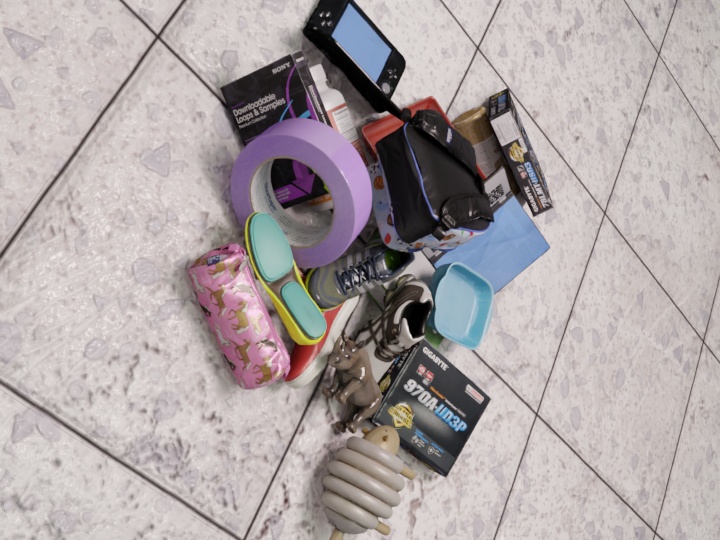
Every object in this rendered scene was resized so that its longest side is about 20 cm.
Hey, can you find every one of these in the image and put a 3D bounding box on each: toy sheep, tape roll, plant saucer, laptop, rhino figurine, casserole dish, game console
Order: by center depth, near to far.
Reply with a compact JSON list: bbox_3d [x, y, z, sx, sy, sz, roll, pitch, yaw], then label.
[{"bbox_3d":[-0.084,-0.108,1.205,0.203,0.197,0.066,62,35,-15],"label":"tape roll"},{"bbox_3d":[-0.014,0.162,1.281,0.087,0.059,0.202,-44,141,-27],"label":"rhino figurine"},{"bbox_3d":[0.005,0.328,1.287,0.137,0.137,0.203,36,69,-32],"label":"toy sheep"},{"bbox_3d":[0.015,-0.356,1.383,0.200,0.115,0.178,41,60,-30],"label":"game console"},{"bbox_3d":[0.162,0.058,1.419,0.199,0.038,0.124,28,77,-51],"label":"casserole dish"},{"bbox_3d":[0.211,-0.046,1.440,0.117,0.186,0.200,52,4,19],"label":"laptop"},{"bbox_3d":[0.109,-0.183,1.465,0.198,0.037,0.202,-30,86,-39],"label":"plant saucer"}]

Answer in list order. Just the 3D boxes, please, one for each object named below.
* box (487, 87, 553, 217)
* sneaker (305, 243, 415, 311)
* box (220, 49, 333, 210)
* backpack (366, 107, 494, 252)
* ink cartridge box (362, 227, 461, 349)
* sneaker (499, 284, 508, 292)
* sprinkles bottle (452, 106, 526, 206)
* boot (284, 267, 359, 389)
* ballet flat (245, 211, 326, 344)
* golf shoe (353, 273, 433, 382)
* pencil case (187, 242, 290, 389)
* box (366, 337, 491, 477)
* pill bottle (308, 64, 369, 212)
[{"bbox_3d":[0.298,-0.225,1.593,0.201,0.049,0.201,64,17,-17],"label":"box"},{"bbox_3d":[0.000,0.000,1.276,0.198,0.080,0.075,-28,95,-37],"label":"sneaker"},{"bbox_3d":[-0.108,-0.198,1.239,0.036,0.141,0.204,-38,109,-56],"label":"box"},{"bbox_3d":[0.108,-0.112,1.275,0.188,0.153,0.205,7,66,-45],"label":"backpack"},{"bbox_3d":[0.077,0.030,1.427,0.201,0.059,0.105,51,56,-25],"label":"ink cartridge box"},{"bbox_3d":[0.201,-0.052,1.538,0.103,0.075,0.205,-14,91,-39],"label":"sneaker"},{"bbox_3d":[0.242,-0.202,1.594,0.068,0.068,0.203,-40,110,-36],"label":"sprinkles bottle"},{"bbox_3d":[-0.094,0.062,1.271,0.144,0.072,0.202,46,50,-26],"label":"boot"},{"bbox_3d":[-0.116,0.017,1.207,0.066,0.067,0.203,-30,93,-33],"label":"ballet flat"},{"bbox_3d":[0.048,0.106,1.335,0.077,0.095,0.203,23,100,-25],"label":"golf shoe"},{"bbox_3d":[-0.167,0.066,1.191,0.082,0.086,0.204,-29,104,-32],"label":"pencil case"},{"bbox_3d":[0.111,0.226,1.419,0.200,0.046,0.161,41,75,-29],"label":"box"},{"bbox_3d":[-0.061,-0.202,1.301,0.111,0.111,0.204,-31,104,-38],"label":"pill bottle"}]
